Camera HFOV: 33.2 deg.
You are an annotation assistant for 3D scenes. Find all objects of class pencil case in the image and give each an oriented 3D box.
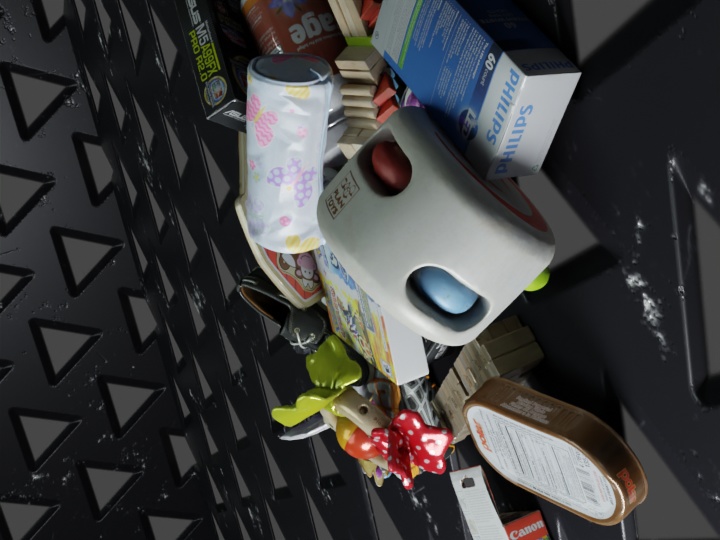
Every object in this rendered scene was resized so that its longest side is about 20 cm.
[{"bbox_3d":[-0.071,-0.116,1.211,0.090,0.083,0.201,23,126,33],"label":"pencil case"}]

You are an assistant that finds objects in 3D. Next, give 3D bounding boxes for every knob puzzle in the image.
[{"bbox_3d":[-0.066,-0.056,1.389,0.030,0.219,0.221,-16,94,35],"label":"knob puzzle"}]

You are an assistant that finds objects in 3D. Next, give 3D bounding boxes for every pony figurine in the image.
[{"bbox_3d":[-0.008,0.168,1.553,0.193,0.165,0.202,173,94,-68],"label":"pony figurine"}]

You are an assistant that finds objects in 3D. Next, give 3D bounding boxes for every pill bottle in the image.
[{"bbox_3d":[-0.043,-0.218,1.282,0.201,0.112,0.112,66,161,10],"label":"pill bottle"}]

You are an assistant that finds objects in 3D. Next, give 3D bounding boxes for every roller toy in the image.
[{"bbox_3d":[0.058,-0.035,1.024,0.200,0.140,0.182,47,-164,10],"label":"roller toy"}]

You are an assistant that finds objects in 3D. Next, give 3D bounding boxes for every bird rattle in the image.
[{"bbox_3d":[0.012,0.169,1.347,0.199,0.113,0.163,28,161,14],"label":"bird rattle"}]

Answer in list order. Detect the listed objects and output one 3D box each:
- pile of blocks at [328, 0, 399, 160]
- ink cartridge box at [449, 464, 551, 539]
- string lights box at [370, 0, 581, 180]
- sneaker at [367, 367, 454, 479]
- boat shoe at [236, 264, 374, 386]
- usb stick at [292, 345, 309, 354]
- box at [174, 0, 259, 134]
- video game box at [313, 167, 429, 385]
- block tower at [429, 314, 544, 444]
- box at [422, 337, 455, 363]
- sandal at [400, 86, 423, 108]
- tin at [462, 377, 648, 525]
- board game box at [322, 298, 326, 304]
[{"bbox_3d":[0.022,-0.193,1.185,0.062,0.082,0.201,13,112,47],"label":"pile of blocks"},{"bbox_3d":[0.168,0.302,1.310,0.109,0.050,0.201,138,112,-71],"label":"ink cartridge box"},{"bbox_3d":[0.088,-0.177,0.998,0.200,0.059,0.103,56,142,36],"label":"string lights box"},{"bbox_3d":[0.057,0.143,1.432,0.078,0.077,0.201,-177,74,-69],"label":"sneaker"},{"bbox_3d":[-0.066,0.070,1.444,0.200,0.068,0.072,45,141,14],"label":"boat shoe"},{"bbox_3d":[-0.065,0.020,1.504,0.056,0.032,0.201,-70,-10,-48],"label":"usb stick"},{"bbox_3d":[-0.110,-0.221,1.341,0.044,0.200,0.161,-29,66,27],"label":"box"},{"bbox_3d":[0.000,0.000,1.302,0.182,0.047,0.201,-143,37,-63],"label":"video game box"},{"bbox_3d":[0.126,0.113,1.230,0.054,0.058,0.200,63,159,20],"label":"block tower"},{"bbox_3d":[0.056,-0.017,1.288,0.201,0.044,0.160,65,160,17],"label":"box"},{"bbox_3d":[0.066,-0.148,1.139,0.083,0.050,0.203,71,162,-2],"label":"sandal"},{"bbox_3d":[0.171,0.163,1.098,0.200,0.042,0.113,18,135,51],"label":"tin"},{"bbox_3d":[-0.076,-0.014,1.704,0.200,0.034,0.127,52,154,44],"label":"board game box"}]
